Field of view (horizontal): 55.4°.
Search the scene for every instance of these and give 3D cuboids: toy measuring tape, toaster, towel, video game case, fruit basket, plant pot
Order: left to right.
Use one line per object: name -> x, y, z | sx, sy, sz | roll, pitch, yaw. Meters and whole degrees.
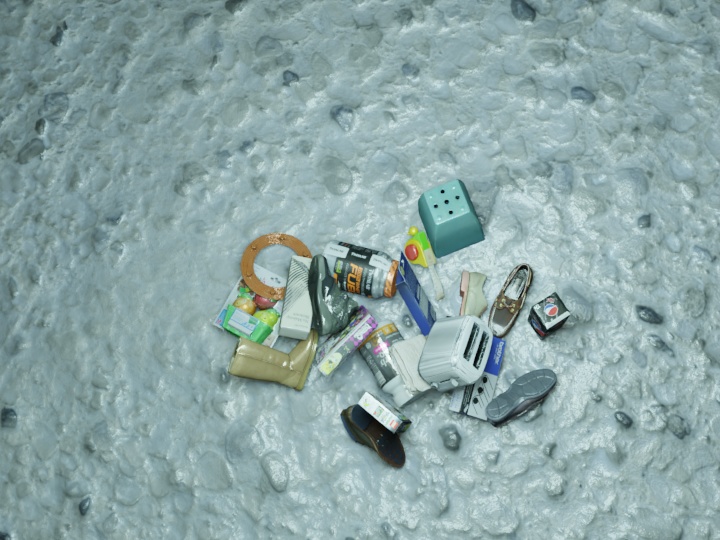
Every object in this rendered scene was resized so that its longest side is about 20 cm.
fruit basket -> -0.275, 0.095, 1.837 | 0.184, 0.094, 0.202 | 26, 81, 16
video game case -> -0.039, 0.172, 1.719 | 0.181, 0.200, 0.036 | -44, 98, 0
toy measuring tape -> 0.161, -0.017, 1.796 | 0.073, 0.074, 0.203 | -19, 92, 7
towel -> 0.164, 0.220, 1.683 | 0.034, 0.199, 0.134 | -41, 71, 44
plant pot -> 0.224, -0.141, 1.731 | 0.140, 0.200, 0.143 | -21, 75, 6
toaster -> 0.228, 0.185, 1.613 | 0.113, 0.128, 0.201 | 41, 56, -23

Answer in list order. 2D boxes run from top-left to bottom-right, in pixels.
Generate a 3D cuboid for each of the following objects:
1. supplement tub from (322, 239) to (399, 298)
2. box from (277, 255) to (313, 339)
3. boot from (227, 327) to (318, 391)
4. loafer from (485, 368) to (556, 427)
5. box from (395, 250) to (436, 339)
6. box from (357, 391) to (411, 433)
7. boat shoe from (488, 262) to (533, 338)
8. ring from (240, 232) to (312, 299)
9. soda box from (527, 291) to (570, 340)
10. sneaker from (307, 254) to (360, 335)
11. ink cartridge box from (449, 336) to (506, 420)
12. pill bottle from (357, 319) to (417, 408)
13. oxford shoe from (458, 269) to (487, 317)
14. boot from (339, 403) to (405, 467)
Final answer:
supplement tub -> 0.000, 0.000, 1.786 | 0.197, 0.123, 0.124 | 14, 80, 14
box -> -0.158, 0.069, 1.770 | 0.081, 0.069, 0.203 | 10, 64, -10
boot -> -0.220, 0.208, 1.764 | 0.198, 0.066, 0.178 | 20, 81, -18
loafer -> 0.393, 0.312, 1.677 | 0.198, 0.063, 0.072 | -31, 45, -7
box -> 0.132, 0.059, 1.699 | 0.032, 0.121, 0.202 | -23, 109, 16
box -> 0.062, 0.344, 1.656 | 0.110, 0.200, 0.035 | 37, 86, 17
boat shoe -> 0.374, 0.073, 1.722 | 0.070, 0.070, 0.202 | 22, 84, 14
ring -> -0.224, -0.016, 1.850 | 0.197, 0.019, 0.203 | 3, 63, -7
soda box -> 0.445, 0.111, 1.630 | 0.070, 0.200, 0.064 | -33, 73, 2
sneaker -> -0.069, 0.058, 1.730 | 0.113, 0.076, 0.202 | -5, 80, -31
ink cartridge box -> 0.288, 0.257, 1.686 | 0.093, 0.044, 0.203 | 21, 79, -28
pill bottle -> 0.082, 0.235, 1.720 | 0.116, 0.116, 0.201 | -34, 73, 2
oxford shoe -> 0.286, 0.099, 1.735 | 0.073, 0.071, 0.203 | 4, 81, 4
boot -> 0.030, 0.413, 1.725 | 0.075, 0.097, 0.201 | -43, 100, -27
